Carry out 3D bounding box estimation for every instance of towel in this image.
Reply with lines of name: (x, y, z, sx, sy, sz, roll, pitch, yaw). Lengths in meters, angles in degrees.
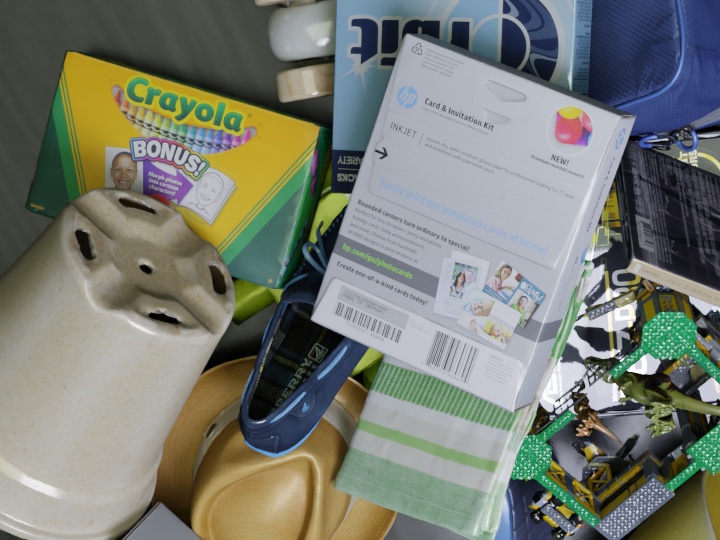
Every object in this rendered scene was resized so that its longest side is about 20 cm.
towel: (0.070, 0.073, 1.394, 0.023, 0.152, 0.201, 27, 81, -42)

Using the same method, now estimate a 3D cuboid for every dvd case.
dvd case: (0.263, -0.012, 1.387, 0.199, 0.149, 0.016, 20, 124, -12)

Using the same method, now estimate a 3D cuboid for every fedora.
fedora: (-0.065, 0.160, 1.476, 0.199, 0.082, 0.202, 2, 111, 5)

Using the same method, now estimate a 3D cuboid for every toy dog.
toy dog: (0.012, -0.174, 1.459, 0.198, 0.096, 0.133, 10, 94, -14)

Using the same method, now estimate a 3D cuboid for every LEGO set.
LEGO set: (0.185, 0.082, 1.412, 0.153, 0.116, 0.200, 32, 114, -17)

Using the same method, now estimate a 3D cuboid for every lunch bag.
lunch bag: (0.200, -0.179, 1.391, 0.135, 0.132, 0.202, -14, 80, 45)

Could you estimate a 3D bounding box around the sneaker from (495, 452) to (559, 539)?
sneaker: (0.089, 0.139, 1.491, 0.082, 0.074, 0.201, 0, 122, 41)

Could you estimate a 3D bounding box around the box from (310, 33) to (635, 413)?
box: (0.070, -0.032, 1.321, 0.155, 0.041, 0.201, 23, 104, 20)

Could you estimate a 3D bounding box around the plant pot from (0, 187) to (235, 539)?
plant pot: (-0.185, 0.053, 1.394, 0.200, 0.201, 0.184, 38, 123, -3)

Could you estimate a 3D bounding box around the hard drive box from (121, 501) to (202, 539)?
hard drive box: (-0.124, 0.292, 1.449, 0.200, 0.077, 0.156, 41, 114, 2)

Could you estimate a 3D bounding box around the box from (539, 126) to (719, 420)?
box: (0.197, 0.002, 1.483, 0.160, 0.049, 0.202, -4, 98, 4)

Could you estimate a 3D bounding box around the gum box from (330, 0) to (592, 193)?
gum box: (0.067, -0.148, 1.358, 0.169, 0.044, 0.202, 4, 95, 22)

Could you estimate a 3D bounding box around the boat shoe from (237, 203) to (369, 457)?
boat shoe: (-0.020, 0.034, 1.415, 0.084, 0.069, 0.201, 18, 76, 15)

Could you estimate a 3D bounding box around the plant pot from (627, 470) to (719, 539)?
plant pot: (0.236, 0.259, 1.453, 0.141, 0.200, 0.201, -32, 95, 19)

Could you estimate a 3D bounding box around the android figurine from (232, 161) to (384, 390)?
android figurine: (0.000, 0.000, 1.492, 0.199, 0.041, 0.183, -34, 94, 8)

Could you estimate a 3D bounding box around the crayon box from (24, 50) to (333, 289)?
crayon box: (-0.126, -0.072, 1.458, 0.198, 0.058, 0.120, 17, 96, 13)
